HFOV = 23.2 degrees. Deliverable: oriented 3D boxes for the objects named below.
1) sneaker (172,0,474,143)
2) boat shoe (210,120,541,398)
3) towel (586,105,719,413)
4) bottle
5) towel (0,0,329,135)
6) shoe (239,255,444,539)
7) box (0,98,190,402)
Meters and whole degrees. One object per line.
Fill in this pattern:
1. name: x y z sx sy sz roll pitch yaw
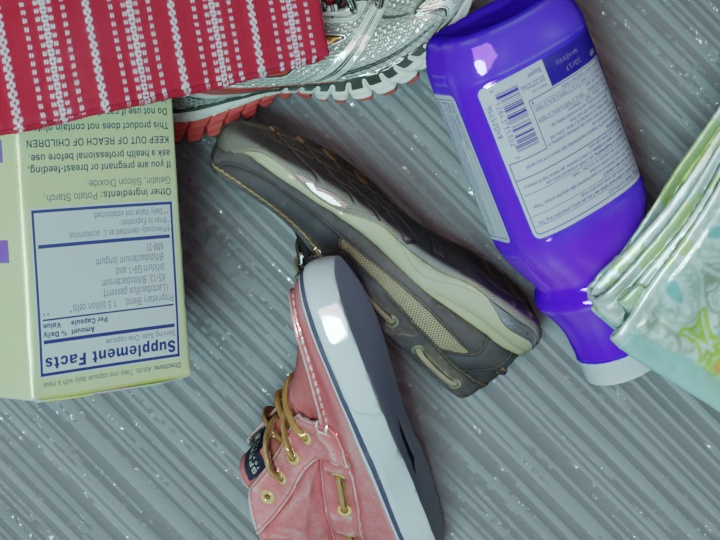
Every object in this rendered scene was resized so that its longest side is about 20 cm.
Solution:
1. sneaker: -0.035 -0.128 0.892 0.198 0.082 0.078 -19 57 4
2. boat shoe: 0.000 0.000 0.903 0.199 0.075 0.074 35 103 -9
3. towel: 0.229 0.000 0.873 0.199 0.048 0.172 31 99 -25
4. bottle: 0.102 -0.039 0.889 0.083 0.065 0.201 -30 109 -18
5. towel: -0.109 -0.147 0.795 0.199 0.022 0.146 -17 100 -35
6. shoe: -0.023 0.082 0.886 0.090 0.072 0.201 -13 131 9
7. box: -0.180 -0.043 0.873 0.175 0.096 0.202 -1 93 45
